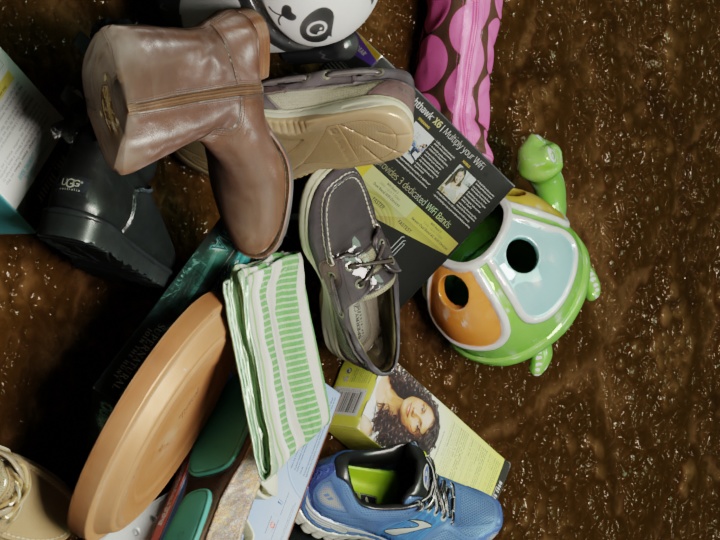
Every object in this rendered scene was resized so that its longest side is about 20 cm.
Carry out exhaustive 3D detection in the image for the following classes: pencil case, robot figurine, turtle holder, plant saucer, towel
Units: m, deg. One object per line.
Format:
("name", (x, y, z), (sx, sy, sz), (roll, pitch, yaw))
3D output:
("pencil case", (0.085, -0.180, 1.801), (0.090, 0.094, 0.202), (8, 83, -25))
("robot figurine", (-0.076, -0.220, 1.541), (0.150, 0.199, 0.126), (1, 91, -48))
("turtle holder", (0.133, -0.014, 1.804), (0.185, 0.141, 0.132), (-41, 136, -2))
("plant saucer", (-0.142, 0.108, 1.500), (0.201, 0.032, 0.200), (-59, 172, -13))
("towel", (-0.060, 0.063, 1.563), (0.200, 0.023, 0.154), (-30, 110, -79))

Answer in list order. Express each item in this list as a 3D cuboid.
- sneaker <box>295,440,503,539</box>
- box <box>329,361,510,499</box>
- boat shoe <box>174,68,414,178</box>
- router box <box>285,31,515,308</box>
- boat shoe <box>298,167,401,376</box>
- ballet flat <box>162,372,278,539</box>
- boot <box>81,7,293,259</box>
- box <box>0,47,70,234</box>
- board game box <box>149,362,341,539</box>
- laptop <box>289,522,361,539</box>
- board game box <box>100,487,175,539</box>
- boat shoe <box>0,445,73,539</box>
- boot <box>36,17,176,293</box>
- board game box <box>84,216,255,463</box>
("sneaker", (0.042, 0.189, 1.702), (0.199, 0.089, 0.079), (13, 55, -34))
("box", (0.050, 0.150, 1.799), (0.200, 0.050, 0.076), (42, 61, -41))
("boat shoe", (-0.050, -0.115, 1.575), (0.072, 0.199, 0.065), (62, 33, -40))
("router box", (0.009, -0.073, 1.692), (0.157, 0.052, 0.200), (-46, 131, 4))
("boat shoe", (0.000, 0.000, 1.649), (0.072, 0.065, 0.201), (-32, 135, -29))
("ballet flat", (-0.099, 0.169, 1.561), (0.067, 0.068, 0.201), (42, 58, -33))
("boot", (-0.119, -0.081, 1.411), (0.200, 0.064, 0.188), (-30, 114, -64))
("box", (-0.278, -0.119, 1.429), (0.200, 0.049, 0.083), (51, 53, -35))
("board game box", (-0.087, 0.153, 1.623), (0.103, 0.019, 0.201), (37, 53, -22))
("laptop", (-0.068, 0.290, 1.699), (0.177, 0.103, 0.201), (-41, 145, -39))
("board game box", (-0.119, 0.268, 1.579), (0.199, 0.026, 0.201), (-29, 89, -44))
("boat shoe", (-0.262, 0.154, 1.440), (0.199, 0.064, 0.072), (24, 73, -46))
("boot", (-0.163, -0.079, 1.486), (0.198, 0.073, 0.164), (48, 55, -71))
("board game box", (-0.136, 0.051, 1.544), (0.200, 0.028, 0.136), (-55, 171, -31))
